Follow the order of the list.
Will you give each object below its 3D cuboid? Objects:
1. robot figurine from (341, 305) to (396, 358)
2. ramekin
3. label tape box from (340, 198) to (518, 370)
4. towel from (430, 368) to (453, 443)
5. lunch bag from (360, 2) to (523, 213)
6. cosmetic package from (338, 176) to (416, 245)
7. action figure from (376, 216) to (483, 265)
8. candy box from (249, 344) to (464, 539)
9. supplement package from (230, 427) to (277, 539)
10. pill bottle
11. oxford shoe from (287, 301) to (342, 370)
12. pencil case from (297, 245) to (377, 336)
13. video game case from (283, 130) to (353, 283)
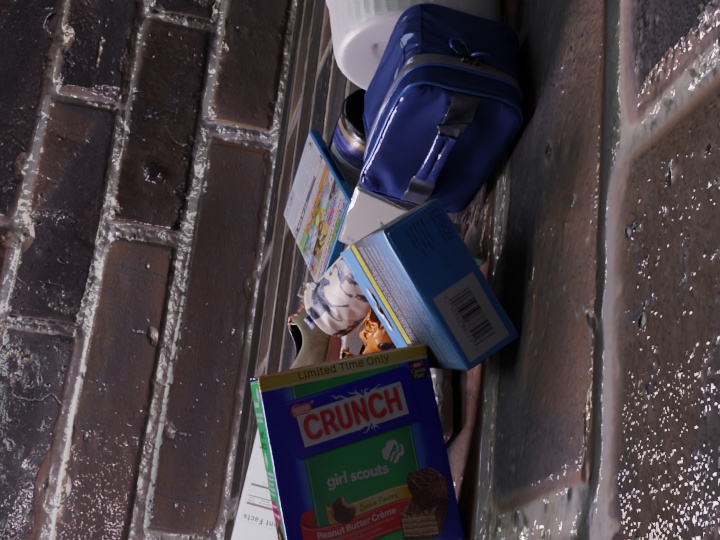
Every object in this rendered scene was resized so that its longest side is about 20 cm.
[{"bbox_3d":[0.010,0.125,1.409,0.200,0.057,0.147,122,158,-63],"label":"robot figurine"},{"bbox_3d":[0.059,-0.269,1.159,0.201,0.197,0.100,124,146,-65],"label":"ramekin"},{"bbox_3d":[0.059,0.018,1.032,0.146,0.063,0.200,59,168,-3],"label":"label tape box"},{"bbox_3d":[0.063,0.153,1.178,0.201,0.034,0.135,119,157,-57],"label":"towel"},{"bbox_3d":[0.082,-0.156,1.079,0.201,0.133,0.134,117,159,-53],"label":"lunch bag"},{"bbox_3d":[0.048,-0.120,1.238,0.106,0.070,0.202,112,-178,-55],"label":"cosmetic package"},{"bbox_3d":[0.064,0.012,1.175,0.055,0.117,0.201,-59,-10,-31],"label":"action figure"},{"bbox_3d":[-0.004,0.182,1.004,0.077,0.166,0.204,148,111,-73],"label":"candy box"},{"bbox_3d":[-0.058,0.266,1.250,0.121,0.118,0.204,28,-109,-56],"label":"supplement package"},{"bbox_3d":[0.003,-0.156,1.553,0.201,0.110,0.113,113,163,-51],"label":"pill bottle"},{"bbox_3d":[-0.062,0.058,1.502,0.071,0.073,0.203,117,159,-60],"label":"oxford shoe"},{"bbox_3d":[0.000,0.000,1.388,0.200,0.089,0.078,-50,19,36],"label":"pencil case"},{"bbox_3d":[-0.058,-0.087,1.515,0.201,0.018,0.145,-118,41,-51],"label":"video game case"}]
